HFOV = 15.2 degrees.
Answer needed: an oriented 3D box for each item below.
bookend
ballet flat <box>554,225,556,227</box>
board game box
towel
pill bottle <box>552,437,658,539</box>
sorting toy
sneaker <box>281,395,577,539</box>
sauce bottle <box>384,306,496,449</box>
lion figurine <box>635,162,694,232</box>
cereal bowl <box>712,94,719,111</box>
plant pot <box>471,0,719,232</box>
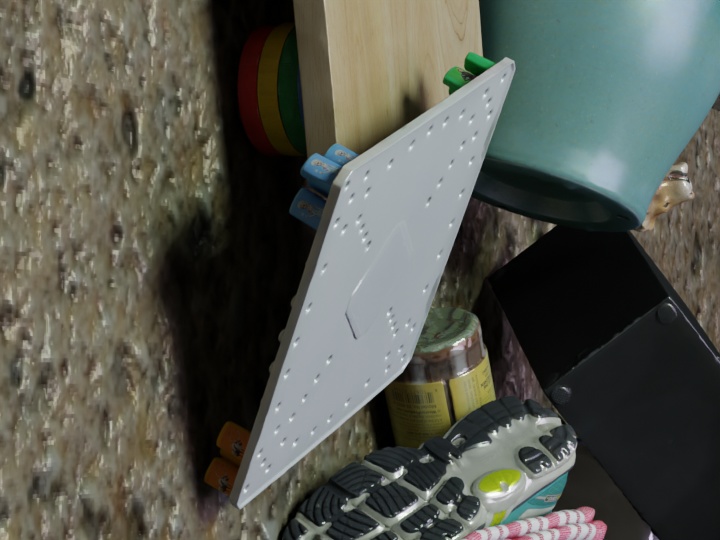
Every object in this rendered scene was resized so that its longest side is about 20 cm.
[{"bbox_3d":[0.184,0.080,1.632,0.199,0.092,0.200,51,7,-20],"label":"bookend"},{"bbox_3d":[0.155,0.058,1.805,0.072,0.068,0.200,-47,139,-30],"label":"ballet flat"},{"bbox_3d":[0.000,0.000,1.379,0.200,0.026,0.201,-37,150,-56],"label":"board game box"},{"bbox_3d":[0.047,0.187,1.470,0.030,0.146,0.200,53,21,16],"label":"towel"},{"bbox_3d":[0.191,0.152,1.761,0.200,0.113,0.114,-11,100,-53],"label":"pill bottle"},{"bbox_3d":[-0.007,-0.154,1.428,0.199,0.069,0.201,-27,115,-63],"label":"sorting toy"},{"bbox_3d":[0.042,0.140,1.477,0.200,0.077,0.080,-20,134,-36],"label":"sneaker"},{"bbox_3d":[0.054,0.121,1.569,0.065,0.064,0.201,-48,135,-55],"label":"sauce bottle"},{"bbox_3d":[0.152,-0.075,1.792,0.200,0.072,0.123,-14,119,-51],"label":"lion figurine"},{"bbox_3d":[0.217,-0.186,1.836,0.200,0.083,0.200,56,-3,4],"label":"cereal bowl"},{"bbox_3d":[0.127,-0.130,1.589,0.200,0.199,0.189,35,69,-61],"label":"plant pot"}]
